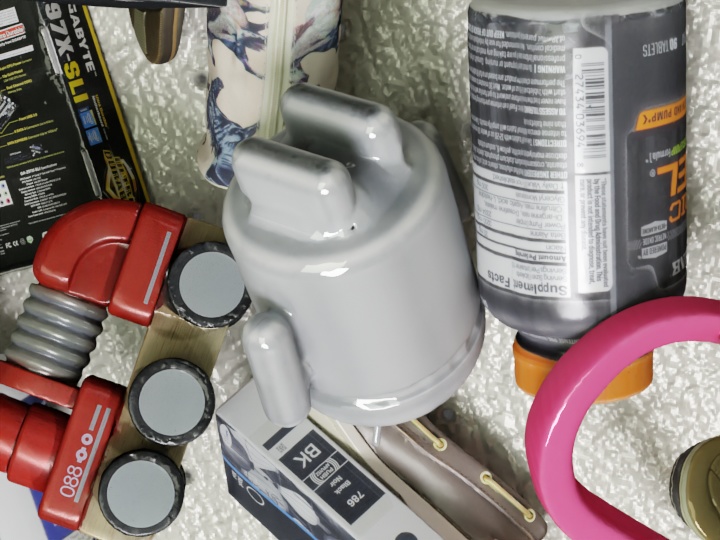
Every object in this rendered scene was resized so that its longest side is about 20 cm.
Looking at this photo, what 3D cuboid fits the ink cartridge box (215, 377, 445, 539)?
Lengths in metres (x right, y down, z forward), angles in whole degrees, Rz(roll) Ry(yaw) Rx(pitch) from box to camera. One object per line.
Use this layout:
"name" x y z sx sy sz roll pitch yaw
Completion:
"ink cartridge box" 0.002 0.151 0.986 0.200 0.039 0.100 38 153 24

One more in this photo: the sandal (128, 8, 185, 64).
"sandal" -0.085 -0.198 0.949 0.082 0.054 0.201 -121 39 -51

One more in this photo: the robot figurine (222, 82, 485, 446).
"robot figurine" 0.000 0.000 0.903 0.113 0.170 0.200 23 147 35

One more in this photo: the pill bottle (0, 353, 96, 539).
"pill bottle" -0.243 0.116 1.094 0.119 0.120 0.201 -13 101 28

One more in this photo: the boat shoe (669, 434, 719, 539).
"boat shoe" 0.224 0.120 0.847 0.066 0.200 0.072 -8 71 65

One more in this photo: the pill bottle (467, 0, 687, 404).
"pill bottle" 0.108 -0.037 0.882 0.106 0.106 0.201 5 109 24

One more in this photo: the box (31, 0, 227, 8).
"box" -0.120 -0.199 0.861 0.200 0.079 0.142 -159 71 -67

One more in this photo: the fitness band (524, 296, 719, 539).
"fitness band" 0.173 0.095 0.881 0.200 0.037 0.144 32 108 -27

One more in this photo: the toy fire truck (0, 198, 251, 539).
"toy fire truck" -0.173 0.039 0.979 0.199 0.129 0.177 19 86 -4

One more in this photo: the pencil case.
"pencil case" -0.043 -0.132 0.912 0.078 0.090 0.201 -7 129 -16

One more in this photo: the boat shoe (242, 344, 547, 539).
"boat shoe" 0.018 0.094 0.997 0.200 0.059 0.072 45 160 10

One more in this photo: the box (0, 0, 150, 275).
"box" -0.234 -0.075 1.068 0.199 0.049 0.160 -13 98 29
